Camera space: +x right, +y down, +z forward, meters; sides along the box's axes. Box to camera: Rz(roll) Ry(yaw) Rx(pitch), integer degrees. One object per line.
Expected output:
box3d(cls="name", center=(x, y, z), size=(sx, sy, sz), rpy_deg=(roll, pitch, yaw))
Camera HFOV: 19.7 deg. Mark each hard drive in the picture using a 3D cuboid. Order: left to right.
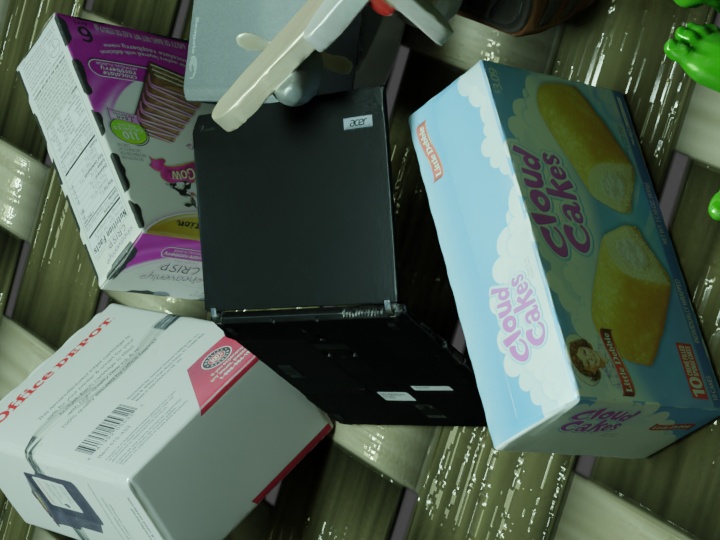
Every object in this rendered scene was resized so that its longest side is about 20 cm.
box3d(cls="hard drive", center=(-0.054, -0.174, 1.309), size=(0.200, 0.033, 0.141), rpy_deg=(10, 94, 63))

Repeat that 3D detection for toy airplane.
box3d(cls="toy airplane", center=(0.012, -0.174, 1.125), size=(0.199, 0.141, 0.200), rpy_deg=(-8, 59, 43))

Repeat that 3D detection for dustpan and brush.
box3d(cls="dustpan and brush", center=(-0.031, -0.110, 1.332), size=(0.139, 0.057, 0.202), rpy_deg=(-6, 79, 49))

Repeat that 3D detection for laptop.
box3d(cls="laptop", center=(0.000, 0.000, 1.218), size=(0.177, 0.200, 0.104), rpy_deg=(-3, 54, 49))

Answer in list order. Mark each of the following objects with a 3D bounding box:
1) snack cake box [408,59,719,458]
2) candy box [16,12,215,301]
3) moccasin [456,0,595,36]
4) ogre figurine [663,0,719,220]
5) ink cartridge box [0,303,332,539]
box3d(cls="snack cake box", center=(0.108, -0.004, 1.111), size=(0.067, 0.114, 0.201), rpy_deg=(-36, 58, 40))
box3d(cls="candy box", center=(-0.135, -0.074, 1.391), size=(0.061, 0.136, 0.201), rpy_deg=(-49, 51, 33))
box3d(cls="moccasin", center=(0.060, -0.197, 1.238), size=(0.201, 0.077, 0.074), rpy_deg=(26, 118, 44))
box3d(cls="ogre figurine", center=(0.217, -0.099, 1.022), size=(0.120, 0.097, 0.201), rpy_deg=(126, 150, -53))
box3d(cls="ink cartridge box", center=(-0.140, 0.105, 1.353), size=(0.199, 0.145, 0.085), rpy_deg=(7, 133, 50))
